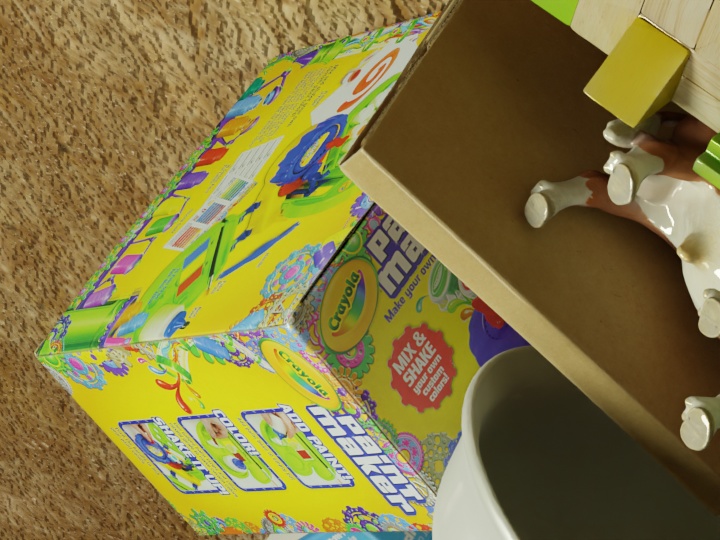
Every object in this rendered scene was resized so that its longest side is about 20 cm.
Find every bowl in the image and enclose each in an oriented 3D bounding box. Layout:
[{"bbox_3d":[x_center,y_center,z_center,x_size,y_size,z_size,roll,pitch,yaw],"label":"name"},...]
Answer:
[{"bbox_3d":[0.099,0.130,0.941,0.201,0.201,0.091,36,117,1],"label":"bowl"}]

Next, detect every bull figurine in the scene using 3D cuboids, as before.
[{"bbox_3d":[0.152,0.010,0.905,0.200,0.121,0.065,53,131,39],"label":"bull figurine"}]

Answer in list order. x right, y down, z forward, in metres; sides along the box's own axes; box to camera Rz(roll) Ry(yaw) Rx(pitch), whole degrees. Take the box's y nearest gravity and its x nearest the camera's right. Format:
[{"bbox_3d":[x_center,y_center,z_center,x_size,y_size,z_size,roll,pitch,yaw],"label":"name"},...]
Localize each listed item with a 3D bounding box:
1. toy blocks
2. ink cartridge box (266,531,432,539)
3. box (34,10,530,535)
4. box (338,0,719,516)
[{"bbox_3d":[0.163,-0.106,0.877,0.200,0.100,0.137,38,138,20],"label":"toy blocks"},{"bbox_3d":[0.075,0.152,1.265,0.200,0.145,0.147,40,149,-7],"label":"ink cartridge box"},{"bbox_3d":[0.000,0.000,1.077,0.192,0.200,0.122,-9,128,53],"label":"box"},{"bbox_3d":[0.098,-0.025,0.976,0.200,0.164,0.021,43,137,-10],"label":"box"}]
